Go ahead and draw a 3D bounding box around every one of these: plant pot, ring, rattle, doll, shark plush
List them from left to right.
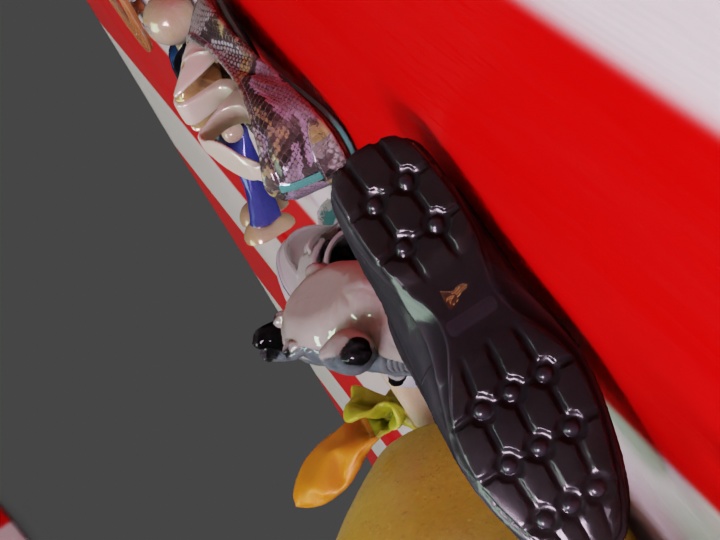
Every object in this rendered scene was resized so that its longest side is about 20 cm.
[{"bbox_3d":[-0.257,-0.306,1.623,0.201,0.019,0.200,55,175,7],"label":"ring"},{"bbox_3d":[-0.106,-0.119,1.239,0.137,0.048,0.201,-114,0,-65],"label":"doll"},{"bbox_3d":[-0.027,0.059,1.154,0.200,0.142,0.131,54,-164,-53],"label":"rattle"},{"bbox_3d":[-0.002,0.044,0.865,0.083,0.091,0.199,34,145,-25],"label":"shark plush"},{"bbox_3d":[0.063,0.159,0.831,0.201,0.198,0.143,64,-162,-54],"label":"plant pot"}]

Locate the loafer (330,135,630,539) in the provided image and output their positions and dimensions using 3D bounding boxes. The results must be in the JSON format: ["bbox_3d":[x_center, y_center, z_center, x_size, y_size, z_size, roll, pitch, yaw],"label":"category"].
[{"bbox_3d":[0.053,0.033,0.696,0.202,0.068,0.070,60,-176,19],"label":"loafer"}]

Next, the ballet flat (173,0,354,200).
[{"bbox_3d":[-0.074,-0.103,0.971,0.200,0.072,0.072,51,172,47],"label":"ballet flat"}]

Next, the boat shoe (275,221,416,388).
[{"bbox_3d":[0.000,0.000,0.968,0.200,0.073,0.066,29,149,56],"label":"boat shoe"}]
